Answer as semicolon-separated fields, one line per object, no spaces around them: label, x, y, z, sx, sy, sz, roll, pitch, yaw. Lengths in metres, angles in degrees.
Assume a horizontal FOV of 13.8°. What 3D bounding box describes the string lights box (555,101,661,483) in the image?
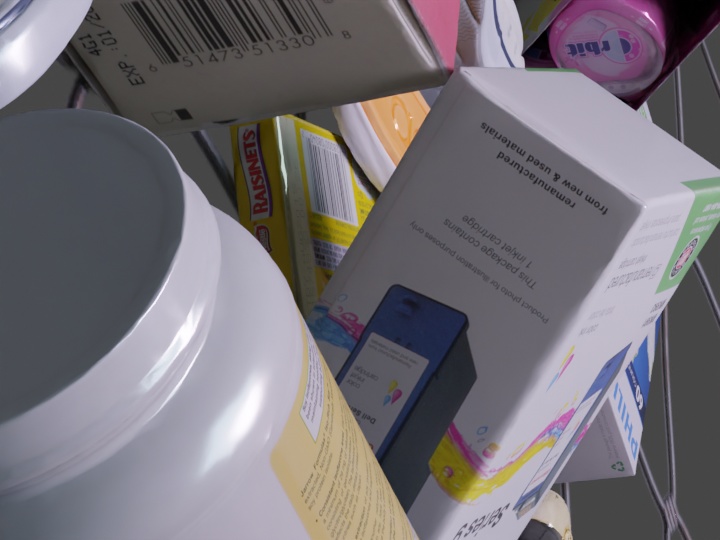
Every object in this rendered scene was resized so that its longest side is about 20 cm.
string lights box;0.108;-0.001;1.469;0.201;0.059;0.103;-75;151;-47

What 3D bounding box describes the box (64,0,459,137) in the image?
box;-0.035;-0.163;1.046;0.109;0.127;0.201;55;32;-48

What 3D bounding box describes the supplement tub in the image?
supplement tub;-0.068;0.068;0.842;0.146;0.145;0.200;-78;152;-43

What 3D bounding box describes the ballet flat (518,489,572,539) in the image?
ballet flat;0.086;0.191;1.335;0.067;0.057;0.201;53;34;-54

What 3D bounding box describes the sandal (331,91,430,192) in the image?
sandal;0.047;-0.039;1.247;0.207;0.059;0.080;52;31;-50

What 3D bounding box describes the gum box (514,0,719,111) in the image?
gum box;0.123;-0.140;1.394;0.066;0.200;0.114;29;43;-15

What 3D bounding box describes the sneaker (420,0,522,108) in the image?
sneaker;0.025;-0.120;1.273;0.200;0.073;0.071;68;13;-55

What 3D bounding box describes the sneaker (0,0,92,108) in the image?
sneaker;-0.121;-0.121;0.898;0.071;0.073;0.201;54;23;-35

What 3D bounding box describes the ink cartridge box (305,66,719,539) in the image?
ink cartridge box;0.038;0.032;1.076;0.200;0.087;0.145;-57;165;14

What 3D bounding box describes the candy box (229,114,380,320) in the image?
candy box;0.000;0.000;1.222;0.200;0.026;0.103;19;65;-68
